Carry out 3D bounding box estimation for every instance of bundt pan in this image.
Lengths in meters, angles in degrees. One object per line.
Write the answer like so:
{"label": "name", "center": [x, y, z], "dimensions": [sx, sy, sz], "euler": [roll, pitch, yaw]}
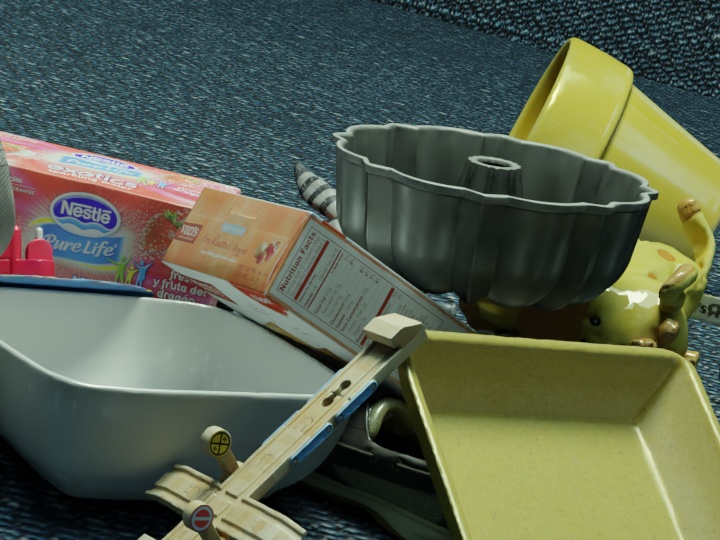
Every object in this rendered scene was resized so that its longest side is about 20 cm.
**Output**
{"label": "bundt pan", "center": [0.075, -0.030, 1.302], "dimensions": [0.200, 0.076, 0.202], "euler": [9, 13, -2]}

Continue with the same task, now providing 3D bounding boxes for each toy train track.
{"label": "toy train track", "center": [-0.045, 0.083, 1.074], "dimensions": [0.200, 0.033, 0.114], "euler": [-42, 35, -23]}

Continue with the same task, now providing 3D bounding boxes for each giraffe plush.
{"label": "giraffe plush", "center": [0.159, 0.038, 1.408], "dimensions": [0.198, 0.174, 0.162], "euler": [-1, 12, 8]}

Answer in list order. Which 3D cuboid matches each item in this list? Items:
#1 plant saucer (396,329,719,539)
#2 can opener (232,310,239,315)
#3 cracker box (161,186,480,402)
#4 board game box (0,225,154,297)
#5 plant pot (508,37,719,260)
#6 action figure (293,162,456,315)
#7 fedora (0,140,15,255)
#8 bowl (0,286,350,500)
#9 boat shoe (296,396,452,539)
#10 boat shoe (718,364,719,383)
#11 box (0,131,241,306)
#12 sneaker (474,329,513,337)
{"label": "plant saucer", "center": [0.118, 0.129, 1.133], "dimensions": [0.199, 0.049, 0.201], "euler": [5, 49, -29]}
{"label": "can opener", "center": [0.000, 0.000, 1.448], "dimensions": [0.199, 0.067, 0.053], "euler": [-23, 6, 19]}
{"label": "cracker box", "center": [-0.005, 0.030, 1.273], "dimensions": [0.200, 0.058, 0.134], "euler": [36, -11, -30]}
{"label": "board game box", "center": [-0.224, -0.004, 1.317], "dimensions": [0.199, 0.039, 0.157], "euler": [-6, -8, 43]}
{"label": "plant pot", "center": [0.220, -0.075, 1.911], "dimensions": [0.188, 0.202, 0.201], "euler": [29, 14, -3]}
{"label": "action figure", "center": [-0.029, -0.021, 1.615], "dimensions": [0.199, 0.106, 0.193], "euler": [8, 5, -30]}
{"label": "fedora", "center": [-0.256, -0.040, 1.177], "dimensions": [0.090, 0.178, 0.199], "euler": [-17, -6, -42]}
{"label": "bowl", "center": [-0.123, 0.071, 1.198], "dimensions": [0.199, 0.075, 0.199], "euler": [3, 14, -32]}
{"label": "boat shoe", "center": [0.013, 0.103, 1.234], "dimensions": [0.199, 0.065, 0.073], "euler": [24, 17, 35]}
{"label": "boat shoe", "center": [0.343, 0.072, 1.679], "dimensions": [0.199, 0.073, 0.065], "euler": [-15, 5, -39]}
{"label": "box", "center": [-0.190, -0.026, 1.484], "dimensions": [0.198, 0.095, 0.103], "euler": [13, 13, -1]}
{"label": "sneaker", "center": [0.090, 0.094, 1.337], "dimensions": [0.079, 0.078, 0.199], "euler": [-10, 26, -38]}
